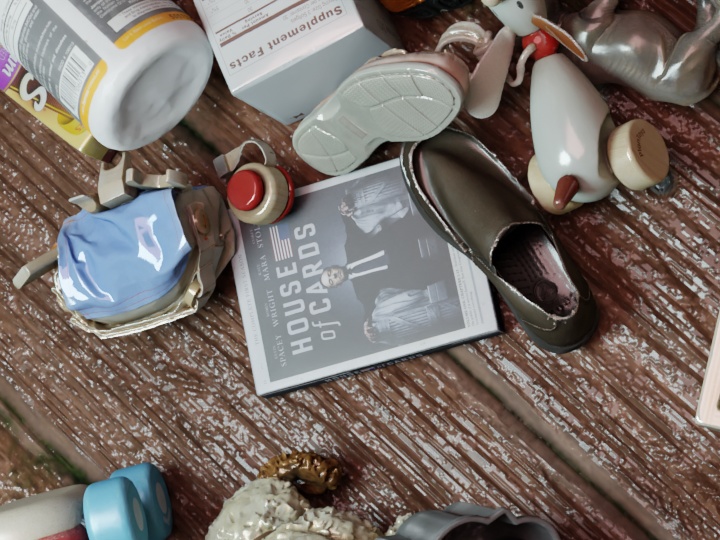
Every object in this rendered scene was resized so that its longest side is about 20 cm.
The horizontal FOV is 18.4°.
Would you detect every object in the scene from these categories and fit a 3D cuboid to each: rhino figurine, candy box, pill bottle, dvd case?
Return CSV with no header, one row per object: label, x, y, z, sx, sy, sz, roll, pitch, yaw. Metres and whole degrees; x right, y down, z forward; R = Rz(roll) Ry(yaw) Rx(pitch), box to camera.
rhino figurine,0.178,-0.176,1.622,0.199,0.060,0.088,15,104,24
candy box,-0.250,-0.191,1.789,0.200,0.056,0.117,37,95,20
pill bottle,-0.214,-0.193,1.684,0.200,0.116,0.117,44,98,23
dvd case,0.000,0.000,1.685,0.199,0.025,0.151,-16,77,17

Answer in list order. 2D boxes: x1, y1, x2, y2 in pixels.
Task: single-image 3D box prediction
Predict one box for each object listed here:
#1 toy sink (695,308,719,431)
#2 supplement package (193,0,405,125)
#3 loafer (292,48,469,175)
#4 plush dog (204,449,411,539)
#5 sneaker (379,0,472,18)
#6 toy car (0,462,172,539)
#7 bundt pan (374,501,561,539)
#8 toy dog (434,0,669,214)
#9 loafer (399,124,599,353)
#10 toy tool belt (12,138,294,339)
toy sink,0.343,0.066,1.500,0.199,0.112,0.131,13,87,22
supplement package,-0.064,-0.232,1.692,0.117,0.117,0.201,-26,75,13
loafer,0.018,-0.129,1.626,0.072,0.200,0.063,40,59,-17
plush dog,-0.055,0.226,1.623,0.172,0.160,0.201,36,94,48
sneaker,0.083,-0.276,1.675,0.200,0.076,0.092,-40,63,3
toy car,-0.225,0.267,1.665,0.183,0.177,0.201,-15,90,6
bundt pan,0.061,0.252,1.549,0.076,0.201,0.203,21,90,54
toy dog,0.128,-0.119,1.580,0.200,0.096,0.132,45,127,4
loafer,0.105,-0.033,1.609,0.073,0.071,0.200,-40,80,-8
toy tool belt,-0.158,-0.027,1.678,0.199,0.123,0.126,-28,71,27
